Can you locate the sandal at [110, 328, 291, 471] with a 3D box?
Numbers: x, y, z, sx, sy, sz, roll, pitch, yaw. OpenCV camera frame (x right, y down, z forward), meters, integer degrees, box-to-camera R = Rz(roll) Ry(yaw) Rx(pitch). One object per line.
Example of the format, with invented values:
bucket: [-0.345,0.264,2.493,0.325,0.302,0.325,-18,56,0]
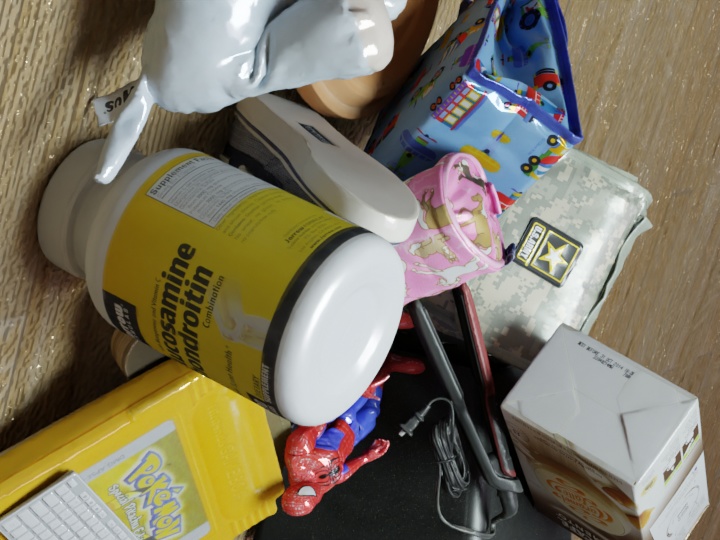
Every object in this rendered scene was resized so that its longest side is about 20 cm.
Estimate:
sandal: [-0.110,0.071,1.121,0.077,0.070,0.212,-37,142,-5]

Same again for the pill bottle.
pill bottle: [-0.082,-0.001,0.963,0.112,0.199,0.113,-41,145,-39]

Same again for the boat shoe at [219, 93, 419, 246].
boat shoe: [-0.034,-0.035,1.048,0.074,0.200,0.093,16,107,-29]

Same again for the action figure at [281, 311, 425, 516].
action figure: [-0.006,0.104,1.193,0.200,0.051,0.066,-51,143,-47]

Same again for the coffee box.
coffee box: [0.181,0.136,1.237,0.080,0.114,0.200,-51,152,-16]

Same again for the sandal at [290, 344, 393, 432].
sandal: [-0.057,0.079,1.242,0.199,0.045,0.076,-22,122,-43]

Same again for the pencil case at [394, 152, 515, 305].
pencil case: [0.000,0.000,1.104,0.086,0.199,0.083,42,33,-36]

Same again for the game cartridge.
game cartridge: [-0.145,0.143,1.078,0.199,0.032,0.177,-29,141,-15]

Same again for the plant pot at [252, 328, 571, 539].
plant pot: [0.057,0.144,1.369,0.200,0.198,0.179,-3,104,-60]

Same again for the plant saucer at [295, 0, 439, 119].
plant saucer: [0.007,-0.197,1.108,0.200,0.032,0.202,-30,125,-56]

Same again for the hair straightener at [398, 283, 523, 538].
hair straightener: [0.062,0.105,1.219,0.076,0.041,0.201,-18,110,-7]

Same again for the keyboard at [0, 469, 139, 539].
keyboard: [-0.161,0.185,1.074,0.056,0.011,0.200,-37,143,-7]

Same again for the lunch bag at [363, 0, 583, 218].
lunch bag: [0.069,-0.125,1.177,0.151,0.094,0.201,-45,-155,36]

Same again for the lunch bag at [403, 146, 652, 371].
lunch bag: [0.101,-0.024,1.283,0.165,0.199,0.118,-62,154,-4]

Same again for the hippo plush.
hippo plush: [-0.082,-0.181,0.928,0.199,0.160,0.162,-20,123,4]
